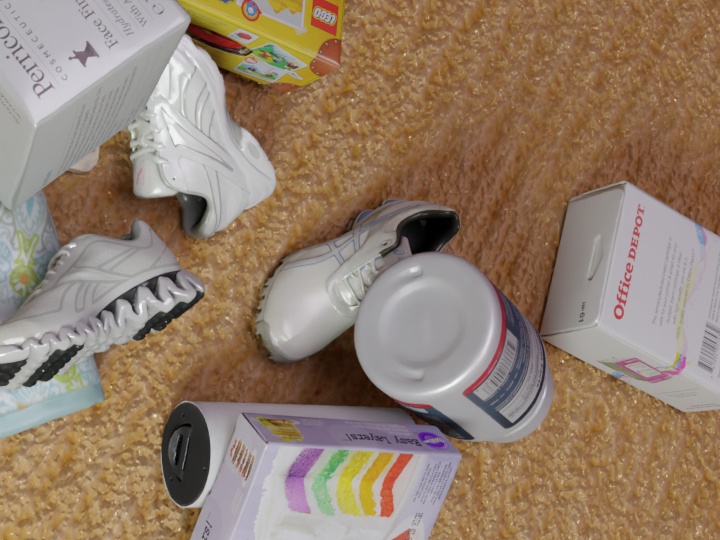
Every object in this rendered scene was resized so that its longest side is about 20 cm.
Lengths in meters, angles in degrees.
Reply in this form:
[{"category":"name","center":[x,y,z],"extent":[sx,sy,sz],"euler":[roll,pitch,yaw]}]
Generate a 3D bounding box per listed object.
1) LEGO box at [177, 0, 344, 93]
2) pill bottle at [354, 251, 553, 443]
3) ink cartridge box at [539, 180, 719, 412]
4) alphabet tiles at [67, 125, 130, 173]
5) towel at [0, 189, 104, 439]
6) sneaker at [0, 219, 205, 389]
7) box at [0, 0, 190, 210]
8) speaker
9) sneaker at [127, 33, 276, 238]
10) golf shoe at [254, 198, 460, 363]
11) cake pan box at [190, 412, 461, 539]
[{"category":"LEGO box","center":[-0.110,-0.248,1.294],"extent":[0.199,0.077,0.150],"euler":[18,67,-36]},{"category":"pill bottle","center":[0.084,0.072,1.328],"extent":[0.200,0.119,0.121],"euler":[41,55,-60]},{"category":"ink cartridge box","center":[0.274,0.027,1.528],"extent":[0.199,0.084,0.146],"euler":[27,67,-30]},{"category":"alphabet tiles","center":[-0.236,-0.179,1.244],"extent":[0.194,0.015,0.202],"euler":[12,75,-33]},{"category":"towel","center":[-0.287,0.039,1.149],"extent":[0.199,0.048,0.173],"euler":[-16,92,-37]},{"category":"sneaker","center":[-0.201,0.023,1.152],"extent":[0.199,0.075,0.081],"euler":[-25,82,-49]},{"category":"box","center":[-0.238,-0.174,1.097],"extent":[0.131,0.200,0.199],"euler":[-40,91,-21]},{"category":"speaker","center":[-0.053,0.143,1.278],"extent":[0.199,0.081,0.082],"euler":[6,78,-35]},{"category":"sneaker","center":[-0.144,-0.104,1.245],"extent":[0.099,0.078,0.200],"euler":[-49,122,-25]},{"category":"golf shoe","center":[0.000,0.000,1.331],"extent":[0.200,0.097,0.079],"euler":[-43,108,-31]},{"category":"cake pan box","center":[-0.038,0.206,1.240],"extent":[0.183,0.052,0.201],"euler":[10,111,-34]}]
